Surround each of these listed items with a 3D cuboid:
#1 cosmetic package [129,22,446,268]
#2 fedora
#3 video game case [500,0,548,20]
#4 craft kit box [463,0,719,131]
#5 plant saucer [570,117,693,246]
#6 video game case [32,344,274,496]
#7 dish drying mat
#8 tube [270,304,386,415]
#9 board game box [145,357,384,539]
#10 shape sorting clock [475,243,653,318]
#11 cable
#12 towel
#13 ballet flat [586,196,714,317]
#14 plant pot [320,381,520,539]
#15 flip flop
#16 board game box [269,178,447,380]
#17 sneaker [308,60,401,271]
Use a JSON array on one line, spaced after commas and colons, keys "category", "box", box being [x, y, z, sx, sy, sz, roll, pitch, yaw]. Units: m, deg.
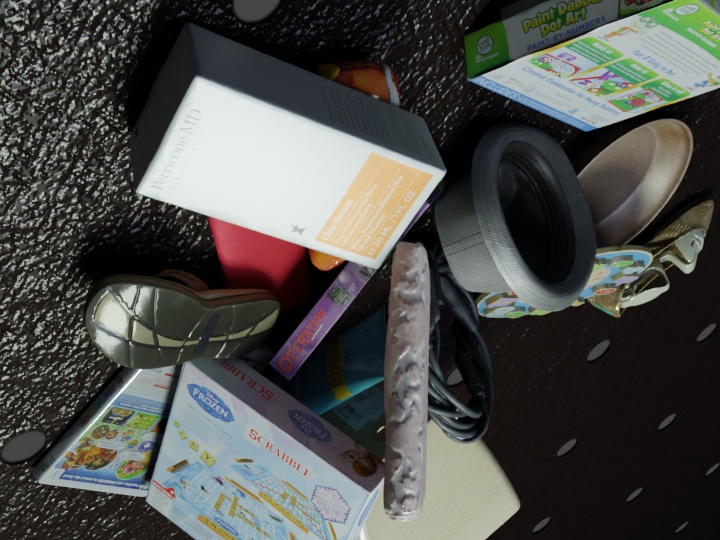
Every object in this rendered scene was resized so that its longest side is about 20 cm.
[{"category": "cosmetic package", "box": [-0.051, -0.083, 0.775, 0.198, 0.072, 0.102, 17, 125, -28]}, {"category": "fedora", "box": [0.134, -0.041, 1.021, 0.090, 0.178, 0.200, -20, -172, 34]}, {"category": "video game case", "box": [0.245, -0.213, 0.920, 0.181, 0.022, 0.199, -15, 164, 38]}, {"category": "craft kit box", "box": [0.221, -0.182, 0.909, 0.196, 0.049, 0.199, -12, 166, 39]}, {"category": "plant saucer", "box": [0.266, -0.088, 1.172, 0.199, 0.037, 0.201, -25, 144, -19]}, {"category": "video game case", "box": [-0.186, 0.130, 1.010, 0.200, 0.018, 0.143, -47, 147, 12]}, {"category": "dish drying mat", "box": [-0.085, -0.023, 0.926, 0.076, 0.018, 0.201, -26, 146, -15]}, {"category": "tube", "box": [-0.046, 0.110, 1.027, 0.199, 0.078, 0.050, -33, 137, 28]}, {"category": "board game box", "box": [-0.090, 0.193, 0.985, 0.041, 0.199, 0.201, -40, 159, -49]}, {"category": "shape sorting clock", "box": [0.220, 0.016, 1.191, 0.198, 0.040, 0.200, -10, 161, -4]}, {"category": "cable", "box": [0.082, 0.069, 1.058, 0.050, 0.202, 0.163, -18, 162, 20]}, {"category": "towel", "box": [0.039, 0.090, 0.885, 0.032, 0.203, 0.191, 0, 173, 4]}, {"category": "ballet flat", "box": [0.366, -0.009, 1.338, 0.199, 0.065, 0.071, -37, 147, -3]}, {"category": "plant pot", "box": [0.017, 0.197, 1.128, 0.199, 0.199, 0.178, -37, 135, -18]}, {"category": "flip flop", "box": [-0.146, 0.031, 0.896, 0.199, 0.058, 0.081, 1, 127, -52]}, {"category": "board game box", "box": [0.000, 0.000, 0.972, 0.200, 0.032, 0.120, -51, -177, 17]}, {"category": "sneaker", "box": [-0.024, -0.084, 0.882, 0.076, 0.073, 0.201, 0, 130, -15]}]
